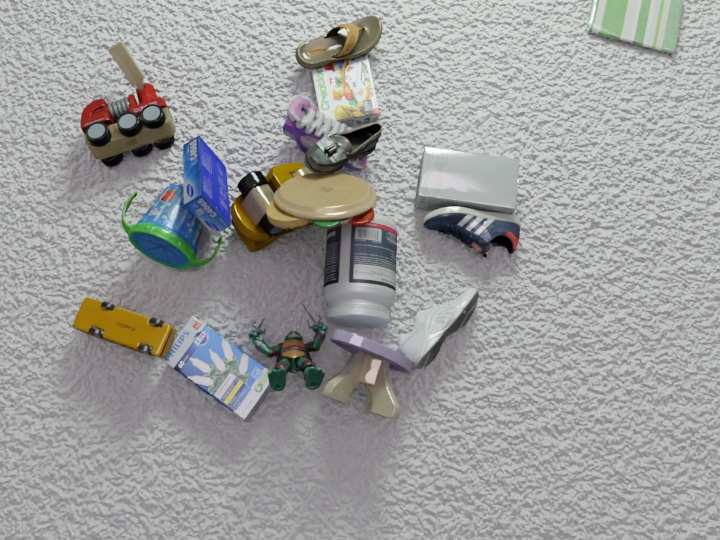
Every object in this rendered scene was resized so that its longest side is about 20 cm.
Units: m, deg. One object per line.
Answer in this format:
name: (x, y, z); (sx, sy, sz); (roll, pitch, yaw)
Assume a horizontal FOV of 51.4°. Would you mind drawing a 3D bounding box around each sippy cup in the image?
sippy cup: (-0.366, -0.092, 1.471); (0.139, 0.178, 0.131); (2, 58, 37)

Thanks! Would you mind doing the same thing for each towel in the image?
towel: (0.613, -0.572, 1.668); (0.199, 0.023, 0.153); (15, 76, 2)

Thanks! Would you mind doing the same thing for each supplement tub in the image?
supplement tub: (0.000, 0.000, 1.441); (0.139, 0.140, 0.201); (3, 75, 0)

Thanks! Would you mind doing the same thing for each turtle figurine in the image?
turtle figurine: (-0.125, 0.147, 1.396); (0.149, 0.200, 0.101); (-17, 119, 0)

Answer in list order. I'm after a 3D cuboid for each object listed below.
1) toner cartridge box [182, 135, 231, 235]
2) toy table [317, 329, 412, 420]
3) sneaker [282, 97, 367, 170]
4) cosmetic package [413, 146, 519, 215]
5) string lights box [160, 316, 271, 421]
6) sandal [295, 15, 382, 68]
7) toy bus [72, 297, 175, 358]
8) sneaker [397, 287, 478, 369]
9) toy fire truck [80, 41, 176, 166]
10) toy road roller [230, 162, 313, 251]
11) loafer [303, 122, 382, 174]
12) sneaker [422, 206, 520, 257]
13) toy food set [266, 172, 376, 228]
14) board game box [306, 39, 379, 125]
toner cartridge box: (-0.300, -0.168, 1.454); (0.043, 0.095, 0.201); (-29, 41, 13)
toy table: (0.006, 0.194, 1.373); (0.200, 0.183, 0.118); (28, 76, -38)
sneaker: (-0.079, -0.269, 1.549); (0.200, 0.088, 0.081); (34, 46, -14)
cosmetic package: (0.217, -0.176, 1.524); (0.199, 0.081, 0.114); (10, 75, 0)
string lights box: (-0.267, 0.188, 1.427); (0.199, 0.059, 0.103); (33, 78, 8)
sandal: (-0.043, -0.486, 1.578); (0.199, 0.054, 0.081); (-21, 75, -6)
toy bus: (-0.443, 0.111, 1.417); (0.199, 0.078, 0.065); (16, 73, 14)
sneaker: (0.152, 0.096, 1.456); (0.080, 0.071, 0.200); (37, 70, 29)
toy fire truck: (-0.494, -0.347, 1.544); (0.175, 0.129, 0.201); (-19, 65, -6)
toy road roller: (-0.171, -0.121, 1.497); (0.200, 0.146, 0.123); (-21, 72, -45)
loafer: (-0.031, -0.249, 1.467); (0.072, 0.063, 0.200); (51, 45, 8)
sneaker: (0.223, -0.073, 1.498); (0.199, 0.075, 0.085); (4, 70, 0)
toy food set: (-0.064, -0.128, 1.388); (0.197, 0.200, 0.049); (7, 119, 12)
board game box: (-0.038, -0.408, 1.604); (0.125, 0.035, 0.201); (-10, 75, -3)
